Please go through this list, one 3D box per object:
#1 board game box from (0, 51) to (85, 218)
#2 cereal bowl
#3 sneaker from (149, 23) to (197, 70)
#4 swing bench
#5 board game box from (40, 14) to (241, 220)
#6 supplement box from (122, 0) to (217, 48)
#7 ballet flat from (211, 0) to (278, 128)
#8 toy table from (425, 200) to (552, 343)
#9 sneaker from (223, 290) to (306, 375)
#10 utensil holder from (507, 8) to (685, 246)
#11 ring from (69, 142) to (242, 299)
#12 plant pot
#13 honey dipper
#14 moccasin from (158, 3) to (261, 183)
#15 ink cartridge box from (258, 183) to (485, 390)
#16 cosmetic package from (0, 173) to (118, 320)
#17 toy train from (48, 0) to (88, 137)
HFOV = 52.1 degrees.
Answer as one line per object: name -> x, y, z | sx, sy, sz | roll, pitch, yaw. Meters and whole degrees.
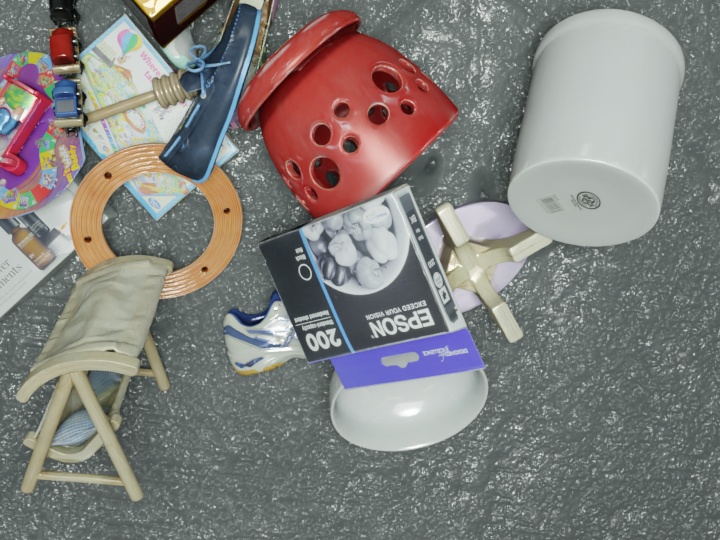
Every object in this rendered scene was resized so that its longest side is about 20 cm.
board game box -> -0.397, -0.161, 0.822 | 0.157, 0.039, 0.201 | -16, 77, 7
cereal bowl -> 0.055, 0.136, 0.922 | 0.199, 0.084, 0.201 | -5, 133, -5
sneaker -> -0.190, -0.341, 0.832 | 0.139, 0.078, 0.201 | -21, 102, 1
swing bench -> -0.291, 0.112, 0.827 | 0.129, 0.199, 0.201 | 6, 120, -6
board game box -> -0.259, -0.180, 0.881 | 0.134, 0.034, 0.200 | -38, 101, 5
supplement box -> -0.166, -0.340, 0.702 | 0.197, 0.200, 0.133 | -42, 105, -3
ballet flat -> -0.137, -0.265, 0.853 | 0.069, 0.071, 0.201 | 16, 100, -5
toy table -> 0.132, -0.003, 0.901 | 0.200, 0.117, 0.184 | -42, 101, 4
sneaker -> -0.076, 0.064, 0.921 | 0.199, 0.075, 0.089 | -17, 101, -1
utensil holder -> 0.259, -0.151, 0.809 | 0.169, 0.170, 0.201 | 22, 63, -8
ring -> -0.241, -0.057, 0.881 | 0.199, 0.019, 0.201 | -8, 119, -14
plant pot -> -0.019, -0.172, 0.817 | 0.200, 0.200, 0.183 | -41, 96, 5
honey dipper -> -0.282, -0.185, 0.842 | 0.199, 0.038, 0.038 | -18, 102, 2
moccasin -> -0.164, -0.192, 0.791 | 0.068, 0.081, 0.201 | 20, 104, -13
ink cartridge box -> 0.005, 0.034, 0.759 | 0.198, 0.043, 0.201 | -17, 101, 40
cosmetic package -> -0.421, -0.056, 0.888 | 0.200, 0.052, 0.151 | -42, 98, 4
toy train -> -0.327, -0.242, 0.817 | 0.034, 0.046, 0.201 | -7, 73, -13
